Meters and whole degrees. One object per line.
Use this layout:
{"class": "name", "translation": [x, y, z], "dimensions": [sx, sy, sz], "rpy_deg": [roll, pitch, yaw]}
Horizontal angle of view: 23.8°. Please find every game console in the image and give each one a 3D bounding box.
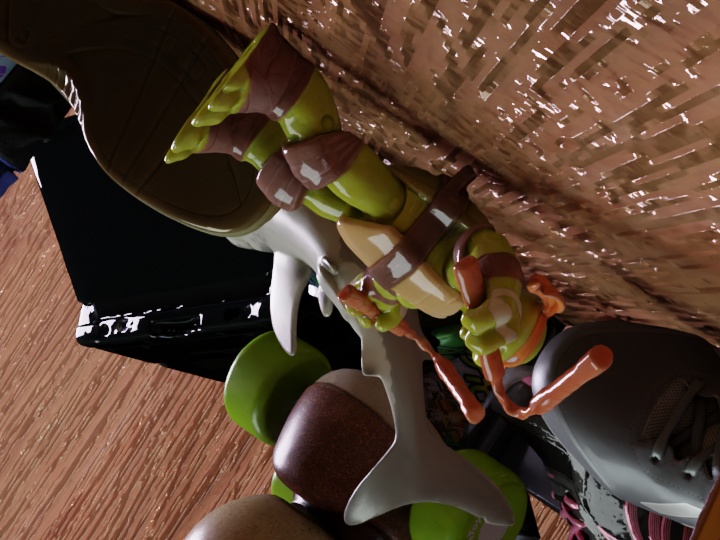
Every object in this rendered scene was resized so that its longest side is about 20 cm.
{"class": "game console", "translation": [-0.073, -0.014, 0.952], "dimensions": [0.175, 0.118, 0.199], "rpy_deg": [18, 163, -39]}

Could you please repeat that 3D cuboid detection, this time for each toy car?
{"class": "toy car", "translation": [-0.034, 0.159, 0.823], "dimensions": [0.164, 0.200, 0.159], "rpy_deg": [29, 153, 38]}

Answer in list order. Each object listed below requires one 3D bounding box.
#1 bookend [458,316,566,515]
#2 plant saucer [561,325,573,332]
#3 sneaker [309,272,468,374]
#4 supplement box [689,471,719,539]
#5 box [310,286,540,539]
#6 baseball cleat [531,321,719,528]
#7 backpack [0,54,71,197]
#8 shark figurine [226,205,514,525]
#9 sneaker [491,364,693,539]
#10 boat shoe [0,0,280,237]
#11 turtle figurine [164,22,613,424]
{"class": "bookend", "translation": [0.190, 0.133, 0.933], "dimensions": [0.199, 0.093, 0.198], "rpy_deg": [36, 175, -30]}
{"class": "plant saucer", "translation": [0.176, 0.080, 0.774], "dimensions": [0.199, 0.033, 0.200], "rpy_deg": [34, 177, 2]}
{"class": "sneaker", "translation": [-0.010, -0.021, 0.973], "dimensions": [0.199, 0.079, 0.085], "rpy_deg": [34, 159, -9]}
{"class": "supplement box", "translation": [0.177, 0.161, 0.506], "dimensions": [0.198, 0.104, 0.132], "rpy_deg": [22, 143, 18]}
{"class": "box", "translation": [0.033, 0.079, 1.029], "dimensions": [0.109, 0.035, 0.201], "rpy_deg": [12, -136, -27]}
{"class": "baseball cleat", "translation": [0.151, 0.066, 0.584], "dimensions": [0.199, 0.070, 0.107], "rpy_deg": [29, 163, 12]}
{"class": "backpack", "translation": [-0.244, -0.137, 0.859], "dimensions": [0.182, 0.135, 0.200], "rpy_deg": [32, 175, 15]}
{"class": "shark figurine", "translation": [0.011, 0.003, 0.759], "dimensions": [0.089, 0.129, 0.215], "rpy_deg": [-10, -131, -29]}
{"class": "sneaker", "translation": [0.127, 0.128, 0.803], "dimensions": [0.200, 0.096, 0.079], "rpy_deg": [42, 179, -10]}
{"class": "boat shoe", "translation": [-0.090, -0.078, 0.724], "dimensions": [0.200, 0.074, 0.063], "rpy_deg": [36, -173, 32]}
{"class": "turtle figurine", "translation": [0.014, -0.015, 0.594], "dimensions": [0.161, 0.065, 0.200], "rpy_deg": [40, 173, -10]}
